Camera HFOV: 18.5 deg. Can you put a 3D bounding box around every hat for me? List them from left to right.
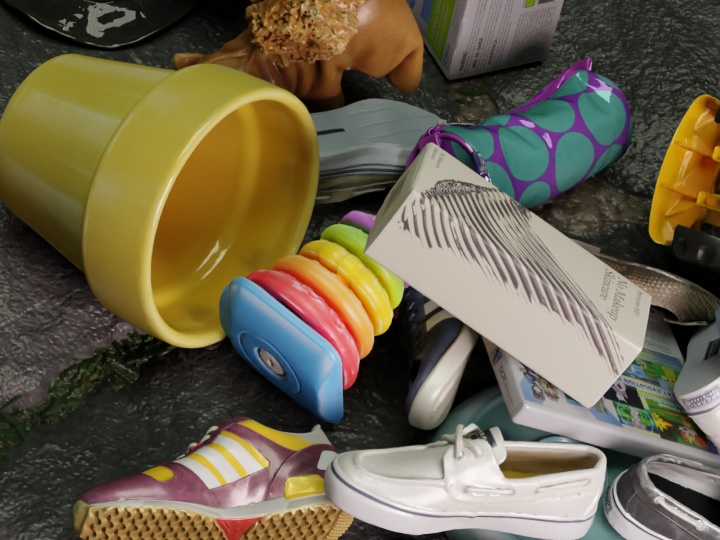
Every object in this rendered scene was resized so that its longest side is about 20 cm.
[{"bbox_3d":[-0.215,-0.282,1.865,0.199,0.081,0.202,8,48,-8],"label":"hat"}]

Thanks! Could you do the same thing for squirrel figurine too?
[{"bbox_3d":[-0.056,-0.190,1.750,0.186,0.200,0.142,-32,72,-20],"label":"squirrel figurine"}]

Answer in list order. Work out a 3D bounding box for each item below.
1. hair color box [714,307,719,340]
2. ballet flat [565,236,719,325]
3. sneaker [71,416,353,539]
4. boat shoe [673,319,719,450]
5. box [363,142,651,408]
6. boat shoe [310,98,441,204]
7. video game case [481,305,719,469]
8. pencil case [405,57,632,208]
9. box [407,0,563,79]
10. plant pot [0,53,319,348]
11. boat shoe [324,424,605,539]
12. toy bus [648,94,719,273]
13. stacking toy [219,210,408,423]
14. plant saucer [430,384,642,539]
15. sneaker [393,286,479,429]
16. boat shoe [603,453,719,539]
[{"bbox_3d":[0.363,0.071,1.621,0.199,0.099,0.061,33,37,-32],"label":"hair color box"},{"bbox_3d":[0.197,0.014,1.668,0.199,0.047,0.067,18,-2,-39],"label":"ballet flat"},{"bbox_3d":[-0.106,0.148,1.517,0.199,0.075,0.091,2,48,-24],"label":"sneaker"},{"bbox_3d":[0.292,0.076,1.678,0.070,0.071,0.200,58,27,-10],"label":"boat shoe"},{"bbox_3d":[0.105,0.003,1.556,0.199,0.068,0.082,33,32,-8],"label":"box"},{"bbox_3d":[-0.005,-0.091,1.757,0.199,0.062,0.072,-7,48,-44],"label":"boat shoe"},{"bbox_3d":[0.168,0.059,1.640,0.199,0.022,0.183,18,38,-33],"label":"video game case"},{"bbox_3d":[0.130,-0.099,1.770,0.199,0.085,0.093,-25,100,-42],"label":"pencil case"},{"bbox_3d":[0.086,-0.279,1.916,0.101,0.113,0.201,-14,53,-23],"label":"box"},{"bbox_3d":[-0.161,-0.070,1.625,0.188,0.202,0.201,25,46,28],"label":"plant pot"},{"bbox_3d":[0.075,0.136,1.504,0.198,0.070,0.071,8,29,-16],"label":"boat shoe"},{"bbox_3d":[0.357,-0.039,1.727,0.199,0.137,0.191,21,0,42],"label":"toy bus"},{"bbox_3d":[0.000,0.000,1.610,0.110,0.116,0.200,37,68,19],"label":"stacking toy"},{"bbox_3d":[0.147,0.153,1.605,0.198,0.028,0.201,8,48,-8],"label":"plant saucer"},{"bbox_3d":[0.048,0.040,1.652,0.084,0.075,0.200,22,37,4],"label":"sneaker"},{"bbox_3d":[0.274,0.177,1.567,0.198,0.068,0.074,24,49,-12],"label":"boat shoe"}]
